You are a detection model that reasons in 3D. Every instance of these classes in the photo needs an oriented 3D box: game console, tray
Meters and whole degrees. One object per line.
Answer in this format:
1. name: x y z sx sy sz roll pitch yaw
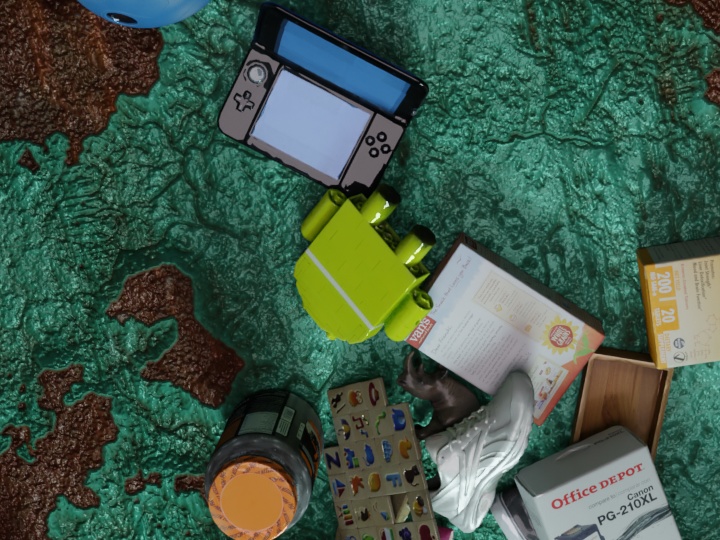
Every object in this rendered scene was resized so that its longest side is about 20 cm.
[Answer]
1. game console: -0.047 -0.178 1.457 0.199 0.118 0.171 27 105 -2
2. tray: 0.299 0.194 1.571 0.098 0.037 0.201 9 104 2

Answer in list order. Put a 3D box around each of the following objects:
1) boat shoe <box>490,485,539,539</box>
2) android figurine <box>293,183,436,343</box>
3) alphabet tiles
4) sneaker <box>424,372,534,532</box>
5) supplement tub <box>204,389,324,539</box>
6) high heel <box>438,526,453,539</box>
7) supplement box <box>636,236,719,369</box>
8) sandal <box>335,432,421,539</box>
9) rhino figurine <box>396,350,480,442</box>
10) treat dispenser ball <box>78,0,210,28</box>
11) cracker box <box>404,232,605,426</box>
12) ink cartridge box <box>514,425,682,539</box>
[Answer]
1. boat shoe: 0.235 0.339 1.602 0.066 0.070 0.201 -34 92 14
2. android figurine: 0.000 0.000 1.507 0.182 0.041 0.200 48 127 14
3. alphabet tiles: 0.015 0.230 1.555 0.167 0.008 0.201 -19 82 48
4. sneaker: 0.126 0.197 1.502 0.099 0.078 0.201 24 103 -7
5. supplement tub: -0.110 0.224 1.525 0.122 0.200 0.123 1 106 4
6. high heel: 0.094 0.410 1.629 0.095 0.067 0.201 -16 90 19
7. supplement box: 0.419 0.029 1.499 0.199 0.074 0.127 -9 104 6
8. sandal: 0.041 0.275 1.593 0.078 0.069 0.213 47 128 36
9. rhino figurine: 0.103 0.179 1.568 0.087 0.060 0.201 -24 104 12
10. treat dispenser ball: -0.226 -0.354 1.383 0.199 0.201 0.202 1 105 4
11. cracker box: 0.161 0.067 1.537 0.199 0.058 0.134 33 106 -5
12. ink cartridge box: 0.282 0.301 1.526 0.144 0.084 0.201 -24 102 -4
